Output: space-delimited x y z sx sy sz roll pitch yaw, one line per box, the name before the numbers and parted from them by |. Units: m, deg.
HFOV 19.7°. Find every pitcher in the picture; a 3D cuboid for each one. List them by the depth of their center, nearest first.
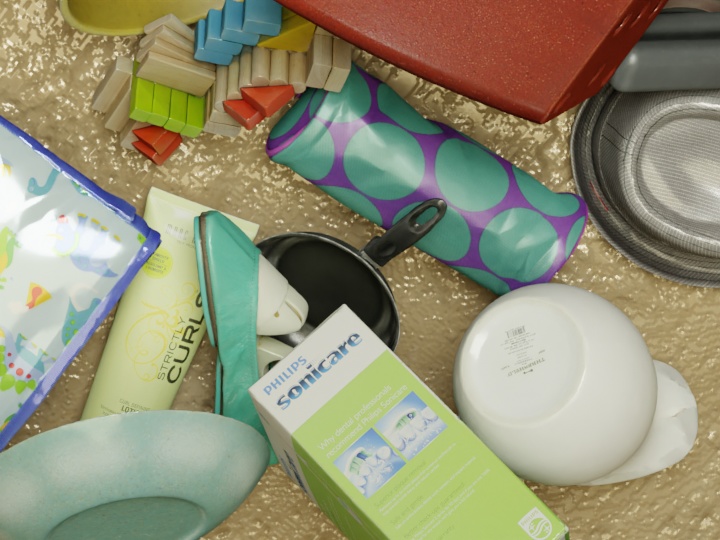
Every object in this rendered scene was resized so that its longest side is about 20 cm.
pitcher | 0.112 0.091 1.317 0.171 0.200 0.122 -26 66 14

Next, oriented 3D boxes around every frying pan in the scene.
frying pan | -0.016 -0.007 1.322 0.115 0.031 0.191 26 133 7

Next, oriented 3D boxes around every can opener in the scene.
can opener | 0.237 -0.149 1.265 0.199 0.053 0.067 -5 134 -26

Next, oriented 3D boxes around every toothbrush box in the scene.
toothbrush box | 0.033 0.139 1.275 0.086 0.146 0.200 -42 67 -12

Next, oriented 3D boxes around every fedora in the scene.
fedora | 0.236 -0.066 1.322 0.199 0.090 0.178 21 104 -8

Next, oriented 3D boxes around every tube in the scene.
tube | -0.139 0.049 1.366 0.052 0.058 0.201 28 100 32

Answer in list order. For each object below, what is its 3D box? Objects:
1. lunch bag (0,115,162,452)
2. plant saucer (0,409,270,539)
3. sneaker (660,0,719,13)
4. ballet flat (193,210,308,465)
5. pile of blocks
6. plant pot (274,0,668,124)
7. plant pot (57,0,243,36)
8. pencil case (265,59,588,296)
lunch bag | -0.247 0.001 1.307 0.170 0.128 0.200 36 112 -11
plant saucer | -0.152 0.151 1.329 0.200 0.201 0.039 -15 63 2
sneaker | 0.141 -0.191 1.293 0.199 0.077 0.082 15 137 10
ballet flat | -0.066 0.044 1.341 0.070 0.067 0.201 -1 124 2
pile of blocks | -0.086 -0.115 1.264 0.199 0.062 0.082 -24 140 31
plant pot | 0.089 -0.195 1.150 0.176 0.200 0.200 39 113 8
plant pot | -0.108 -0.248 1.225 0.199 0.200 0.143 -24 78 5
pencil case | 0.044 -0.060 1.319 0.199 0.093 0.085 31 126 -10
